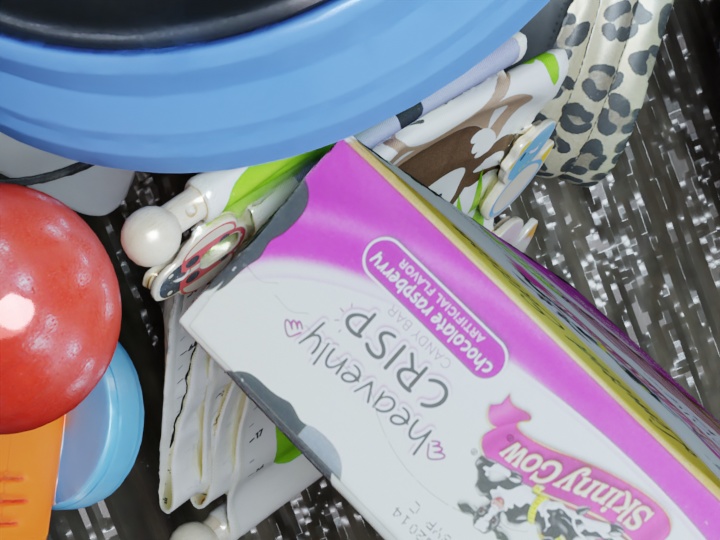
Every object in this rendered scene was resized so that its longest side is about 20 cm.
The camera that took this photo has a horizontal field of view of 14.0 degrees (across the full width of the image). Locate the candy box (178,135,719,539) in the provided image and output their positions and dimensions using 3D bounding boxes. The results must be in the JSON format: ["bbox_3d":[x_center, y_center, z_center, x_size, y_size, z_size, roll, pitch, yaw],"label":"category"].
[{"bbox_3d":[0.053,0.050,0.711,0.136,0.200,0.061,44,96,20],"label":"candy box"}]

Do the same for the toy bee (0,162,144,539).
[{"bbox_3d":[-0.103,0.021,0.735,0.131,0.108,0.201,37,79,-49],"label":"toy bee"}]

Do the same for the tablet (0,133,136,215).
[{"bbox_3d":[-0.127,-0.111,0.739,0.199,0.014,0.131,26,107,5],"label":"tablet"}]

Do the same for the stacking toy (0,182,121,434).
[{"bbox_3d":[-0.140,0.048,0.636,0.199,0.085,0.086,-33,104,5],"label":"stacking toy"}]

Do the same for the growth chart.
[{"bbox_3d":[0.000,0.000,0.735,0.144,0.200,0.018,-38,68,-20],"label":"growth chart"}]

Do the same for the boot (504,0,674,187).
[{"bbox_3d":[0.012,-0.124,0.777,0.153,0.073,0.205,9,102,-14],"label":"boot"}]

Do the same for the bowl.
[{"bbox_3d":[-0.033,-0.120,0.656,0.199,0.039,0.202,-7,64,14],"label":"bowl"}]
